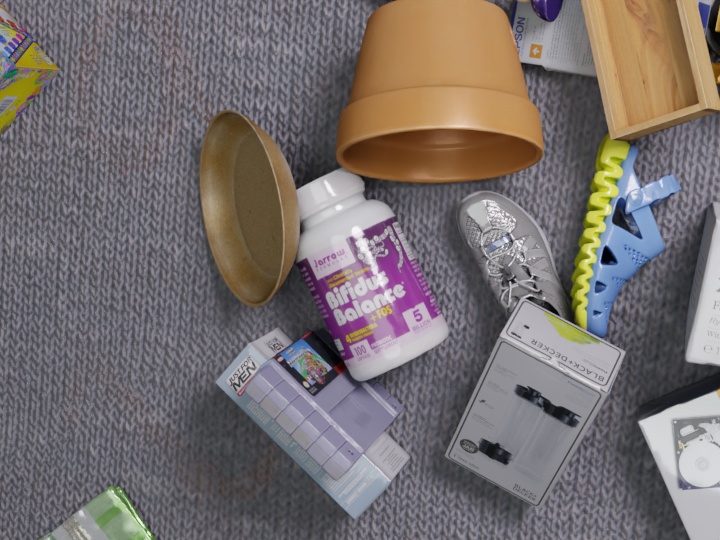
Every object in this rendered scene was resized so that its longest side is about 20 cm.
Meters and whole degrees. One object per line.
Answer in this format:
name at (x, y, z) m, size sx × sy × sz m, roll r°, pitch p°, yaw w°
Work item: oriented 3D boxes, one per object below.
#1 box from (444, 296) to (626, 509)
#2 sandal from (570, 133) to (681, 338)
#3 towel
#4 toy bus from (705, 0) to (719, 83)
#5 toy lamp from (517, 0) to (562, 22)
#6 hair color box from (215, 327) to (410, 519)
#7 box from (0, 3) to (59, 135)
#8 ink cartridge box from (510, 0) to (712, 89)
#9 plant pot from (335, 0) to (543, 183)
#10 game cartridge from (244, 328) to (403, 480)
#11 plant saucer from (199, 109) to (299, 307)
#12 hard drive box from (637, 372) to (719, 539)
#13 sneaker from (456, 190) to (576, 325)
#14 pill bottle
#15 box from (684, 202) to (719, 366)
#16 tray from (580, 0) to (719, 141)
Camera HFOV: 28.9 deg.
box at (0.167, 0.132, 1.358) m, size 0.116 × 0.060 × 0.201 m, roll 27°, pitch 137°, yaw 10°
sandal at (0.256, -0.029, 1.356) m, size 0.086 × 0.079 × 0.201 m, roll 13°, pitch 92°, yaw 3°
towel at (-0.306, 0.351, 1.568) m, size 0.200 × 0.031 × 0.150 m, roll -37°, pitch 90°, yaw 12°
toy bus at (0.426, -0.260, 1.274) m, size 0.190 × 0.136 × 0.202 m, roll 7°, pitch 97°, yaw -6°
toy lamp at (0.097, -0.282, 1.367) m, size 0.199 × 0.058 × 0.059 m, roll 11°, pitch 99°, yaw 25°
hair color box at (-0.047, 0.155, 1.443) m, size 0.200 × 0.099 × 0.061 m, roll 44°, pitch 105°, yaw 5°
box at (-0.470, -0.215, 1.488) m, size 0.200 × 0.122 × 0.193 m, roll -44°, pitch 85°, yaw 14°
ink cartridge box at (0.245, -0.284, 1.338) m, size 0.199 × 0.040 × 0.201 m, roll 17°, pitch 101°, yaw 37°
plant pot at (0.075, -0.175, 1.338) m, size 0.199 × 0.200 × 0.141 m, roll -3°, pitch 80°, yaw 13°
game cartridge at (-0.032, 0.125, 1.384) m, size 0.038 × 0.200 × 0.130 m, roll -43°, pitch 87°, yaw 19°
plant saucer at (-0.108, -0.064, 1.414) m, size 0.035 × 0.200 × 0.202 m, roll -10°, pitch 96°, yaw -28°
hard drive box at (0.382, 0.200, 1.360) m, size 0.155 × 0.077 × 0.201 m, roll -25°, pitch 91°, yaw 15°
sneaker at (0.163, 0.007, 1.384) m, size 0.075 × 0.082 × 0.201 m, roll -34°, pitch 89°, yaw 14°
pill bottle at (0.000, 0.000, 1.407) m, size 0.112 × 0.112 × 0.201 m, roll -26°, pitch 90°, yaw 15°
box at (0.404, 0.023, 1.270) m, size 0.197 × 0.200 × 0.132 m, roll 11°, pitch 100°, yaw 12°
tray at (0.259, -0.229, 1.279) m, size 0.098 × 0.037 × 0.202 m, roll -17°, pitch 80°, yaw 38°
